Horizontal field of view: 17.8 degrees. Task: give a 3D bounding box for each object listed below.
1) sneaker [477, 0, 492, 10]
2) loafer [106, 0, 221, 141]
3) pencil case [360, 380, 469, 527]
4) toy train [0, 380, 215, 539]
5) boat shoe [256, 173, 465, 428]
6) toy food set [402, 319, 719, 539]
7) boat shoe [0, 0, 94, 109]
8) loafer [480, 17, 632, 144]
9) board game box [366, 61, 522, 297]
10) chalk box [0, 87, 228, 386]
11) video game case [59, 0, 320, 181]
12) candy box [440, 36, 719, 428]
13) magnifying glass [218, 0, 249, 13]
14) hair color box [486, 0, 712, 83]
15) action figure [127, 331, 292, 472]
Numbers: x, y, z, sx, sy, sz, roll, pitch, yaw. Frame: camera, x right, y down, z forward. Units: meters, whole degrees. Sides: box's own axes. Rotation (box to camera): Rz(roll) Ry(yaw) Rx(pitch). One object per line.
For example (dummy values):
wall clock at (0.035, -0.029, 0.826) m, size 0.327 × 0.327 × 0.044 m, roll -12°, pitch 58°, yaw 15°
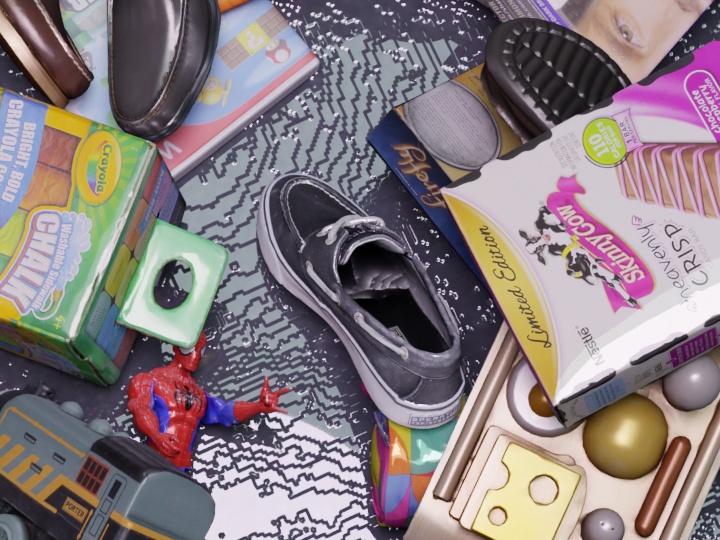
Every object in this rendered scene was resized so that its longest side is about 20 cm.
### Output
sneaker at (0.013, -0.213, 1.411) m, size 0.199 × 0.074 × 0.080 m, roll 37°, pitch 100°, yaw 5°
loafer at (-0.125, -0.176, 1.356) m, size 0.072 × 0.072 × 0.202 m, roll -6°, pitch 70°, yaw 27°
pencil case at (0.099, 0.106, 1.327) m, size 0.198 × 0.088 × 0.089 m, roll 3°, pitch 77°, yaw -4°
toy train at (-0.163, 0.135, 1.264) m, size 0.085 × 0.200 × 0.115 m, roll 32°, pitch 86°, yaw -41°
boat shoe at (0.000, 0.000, 1.316) m, size 0.071 × 0.068 × 0.200 m, roll -16°, pitch 49°, yaw -20°
toy food set at (0.123, 0.095, 1.237) m, size 0.143 × 0.060 × 0.201 m, roll 25°, pitch 80°, yaw 5°
boat shoe at (-0.214, -0.189, 1.364) m, size 0.070 × 0.070 × 0.201 m, roll -35°, pitch 81°, yaw -7°
loafer at (0.136, -0.058, 1.309) m, size 0.200 × 0.071 × 0.073 m, roll 44°, pitch 54°, yaw -10°
board game box at (0.112, -0.030, 1.347) m, size 0.135 × 0.035 × 0.200 m, roll -29°, pitch 77°, yaw -45°
chalk box at (-0.177, -0.018, 1.305) m, size 0.199 × 0.124 × 0.125 m, roll 19°, pitch 77°, yaw 9°
video game case at (-0.141, -0.158, 1.407) m, size 0.143 × 0.017 × 0.200 m, roll -38°, pitch 82°, yaw -11°
candy box at (0.160, -0.026, 1.206) m, size 0.199 × 0.061 × 0.137 m, roll -29°, pitch 71°, yaw 3°
magnifying glass at (-0.007, -0.202, 1.370) m, size 0.199 × 0.022 × 0.080 m, roll -23°, pitch 94°, yaw 15°
hair color box at (0.169, -0.203, 1.373) m, size 0.109 × 0.065 × 0.200 m, roll 48°, pitch 68°, yaw -15°
action figure at (-0.100, 0.126, 1.303) m, size 0.065 × 0.099 × 0.202 m, roll 18°, pitch 72°, yaw -32°
